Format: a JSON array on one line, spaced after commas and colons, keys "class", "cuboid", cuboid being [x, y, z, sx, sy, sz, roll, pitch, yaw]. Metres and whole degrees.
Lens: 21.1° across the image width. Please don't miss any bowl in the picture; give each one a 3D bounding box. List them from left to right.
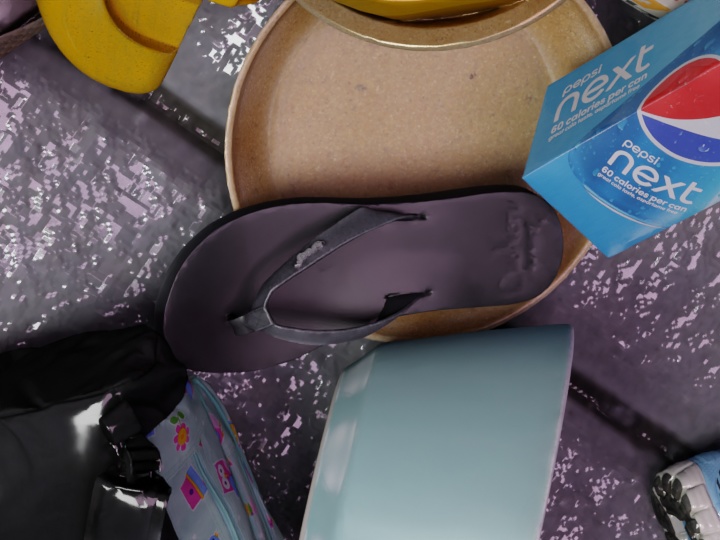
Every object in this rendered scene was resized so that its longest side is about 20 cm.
[{"class": "bowl", "cuboid": [0.030, 0.112, 0.918, 0.105, 0.201, 0.201, 12, 102, 2]}]

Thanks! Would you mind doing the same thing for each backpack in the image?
[{"class": "backpack", "cuboid": [-0.111, 0.130, 0.894, 0.167, 0.127, 0.200, -10, 114, 32]}]

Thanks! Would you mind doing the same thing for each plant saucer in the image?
[{"class": "plant saucer", "cuboid": [0.030, -0.065, 0.936, 0.200, 0.035, 0.201, -4, 107, -14]}]

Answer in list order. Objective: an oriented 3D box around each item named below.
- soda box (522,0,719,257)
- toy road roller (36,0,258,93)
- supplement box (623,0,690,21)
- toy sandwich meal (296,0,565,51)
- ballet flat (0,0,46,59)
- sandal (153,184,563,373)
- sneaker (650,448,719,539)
[{"class": "soda box", "cuboid": [0.167, -0.084, 0.851, 0.064, 0.068, 0.200, 40, 135, -21]}, {"class": "toy road roller", "cuboid": [-0.114, -0.160, 0.780, 0.200, 0.123, 0.146, 15, 118, -29]}, {"class": "supplement box", "cuboid": [0.180, -0.213, 0.913, 0.126, 0.074, 0.200, 28, 96, -21]}, {"class": "toy sandwich meal", "cuboid": [0.037, -0.192, 0.843, 0.205, 0.070, 0.206, -1, 84, 10]}, {"class": "ballet flat", "cuboid": [-0.140, -0.143, 0.865, 0.200, 0.046, 0.067, -36, 111, -2]}, {"class": "sandal", "cuboid": [0.000, -0.001, 0.904, 0.200, 0.043, 0.076, -15, 109, -10]}, {"class": "sneaker", "cuboid": [0.234, 0.177, 1.035, 0.090, 0.078, 0.200, -28, 110, -9]}]
